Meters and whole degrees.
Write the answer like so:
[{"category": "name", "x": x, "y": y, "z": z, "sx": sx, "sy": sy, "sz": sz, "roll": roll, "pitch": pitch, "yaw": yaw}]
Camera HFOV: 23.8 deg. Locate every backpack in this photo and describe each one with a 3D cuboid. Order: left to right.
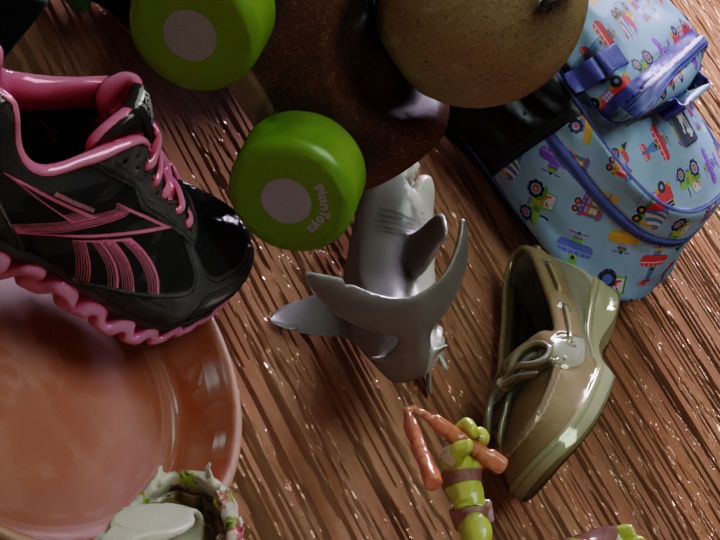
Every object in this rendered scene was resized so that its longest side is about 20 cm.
[{"category": "backpack", "x": 0.147, "y": -0.090, "z": 1.049, "sx": 0.201, "sy": 0.134, "sz": 0.182, "roll": 54, "pitch": 33, "yaw": 5}]

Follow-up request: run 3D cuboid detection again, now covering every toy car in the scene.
[{"category": "toy car", "x": 0.033, "y": -0.125, "z": 0.706, "sx": 0.159, "sy": 0.198, "sz": 0.165, "roll": 60, "pitch": 28, "yaw": -25}]

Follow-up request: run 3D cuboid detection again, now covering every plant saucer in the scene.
[{"category": "plant saucer", "x": -0.135, "y": 0.031, "z": 0.677, "sx": 0.199, "sy": 0.032, "sz": 0.202, "roll": 31, "pitch": 36, "yaw": -26}]

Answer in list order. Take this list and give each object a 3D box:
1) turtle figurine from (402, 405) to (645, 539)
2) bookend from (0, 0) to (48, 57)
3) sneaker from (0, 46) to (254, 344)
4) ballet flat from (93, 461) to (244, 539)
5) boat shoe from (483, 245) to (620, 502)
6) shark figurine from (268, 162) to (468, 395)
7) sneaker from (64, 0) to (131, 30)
[{"category": "turtle figurine", "x": 0.075, "y": 0.161, "z": 0.755, "sx": 0.160, "sy": 0.064, "sz": 0.202, "roll": 14, "pitch": 49, "yaw": -50}, {"category": "bookend", "x": -0.216, "y": -0.117, "z": 0.683, "sx": 0.199, "sy": 0.092, "sz": 0.200, "roll": 27, "pitch": 39, "yaw": -31}, {"category": "sneaker", "x": -0.100, "y": -0.034, "z": 0.665, "sx": 0.199, "sy": 0.095, "sz": 0.080, "roll": 17, "pitch": 40, "yaw": -51}, {"category": "ballet flat", "x": -0.085, "y": 0.119, "z": 0.541, "sx": 0.075, "sy": 0.065, "sz": 0.200, "roll": 9, "pitch": 20, "yaw": 9}, {"category": "boat shoe", "x": 0.092, "y": 0.048, "z": 0.894, "sx": 0.063, "sy": 0.073, "sz": 0.201, "roll": 36, "pitch": 30, "yaw": -4}, {"category": "shark figurine", "x": 0.000, "y": 0.018, "z": 0.799, "sx": 0.088, "sy": 0.130, "sz": 0.215, "roll": -1, "pitch": 17, "yaw": -1}, {"category": "sneaker", "x": -0.090, "y": -0.151, "z": 0.902, "sx": 0.199, "sy": 0.078, "sz": 0.086, "roll": 7, "pitch": 68, "yaw": -46}]
